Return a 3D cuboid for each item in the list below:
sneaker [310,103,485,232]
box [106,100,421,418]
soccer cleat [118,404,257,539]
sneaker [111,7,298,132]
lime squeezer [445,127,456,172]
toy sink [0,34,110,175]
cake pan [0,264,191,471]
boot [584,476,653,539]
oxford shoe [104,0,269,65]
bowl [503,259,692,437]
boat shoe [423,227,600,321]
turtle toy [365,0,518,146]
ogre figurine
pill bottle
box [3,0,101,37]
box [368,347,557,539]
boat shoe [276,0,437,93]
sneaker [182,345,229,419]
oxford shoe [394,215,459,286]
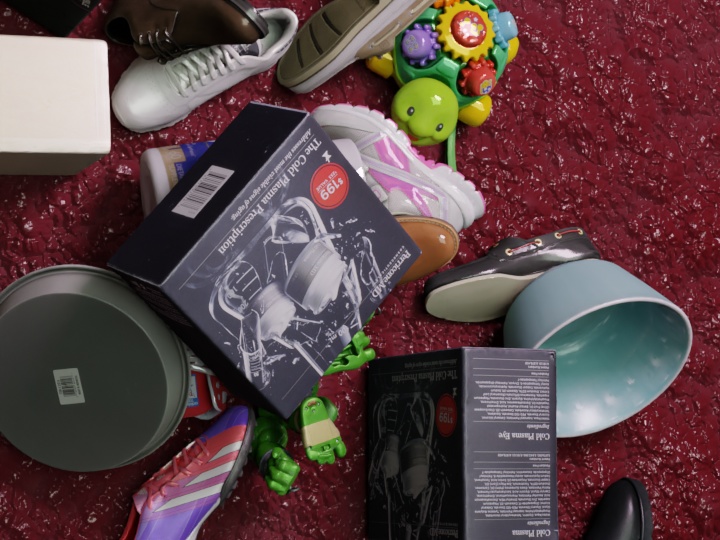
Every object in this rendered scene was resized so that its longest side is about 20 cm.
[{"bbox_3d":[0.022,-0.089,1.609,0.200,0.081,0.088,35,74,8],"label":"sneaker"},{"bbox_3d":[-0.080,-0.011,1.410,0.200,0.104,0.182,-51,124,-15],"label":"box"},{"bbox_3d":[-0.168,0.205,1.505,0.073,0.068,0.200,32,86,-17],"label":"soccer cleat"},{"bbox_3d":[-0.151,-0.201,1.564,0.200,0.080,0.077,-34,100,-22],"label":"sneaker"},{"bbox_3d":[0.062,-0.082,1.668,0.071,0.038,0.200,47,69,-12],"label":"lime squeezer"},{"bbox_3d":[-0.337,-0.150,1.449,0.199,0.130,0.112,-1,84,-23],"label":"toy sink"},{"bbox_3d":[-0.252,0.094,1.445,0.200,0.037,0.201,2,110,6],"label":"cake pan"},{"bbox_3d":[0.211,0.303,1.675,0.162,0.073,0.199,12,80,-19],"label":"boot"},{"bbox_3d":[-0.163,-0.223,1.505,0.073,0.200,0.085,49,65,-39],"label":"oxford shoe"},{"bbox_3d":[0.225,0.066,1.659,0.200,0.201,0.105,-3,44,-24],"label":"bowl"},{"bbox_3d":[0.155,0.003,1.689,0.201,0.074,0.063,-12,56,-16],"label":"boat shoe"},{"bbox_3d":[0.086,-0.213,1.651,0.145,0.101,0.200,27,73,-11],"label":"turtle toy"},{"bbox_3d":[-0.055,0.115,1.549,0.098,0.120,0.201,11,81,-27],"label":"ogre figurine"},{"bbox_3d":[-0.101,-0.068,1.532,0.199,0.120,0.120,-9,88,-15],"label":"pill bottle"},{"bbox_3d":[-0.308,-0.328,1.470,0.200,0.148,0.125,32,72,-18],"label":"box"},{"bbox_3d":[0.095,0.171,1.556,0.104,0.200,0.183,2,82,-25],"label":"box"},{"bbox_3d":[0.005,-0.240,1.605,0.068,0.200,0.075,33,27,-40],"label":"boat shoe"},{"bbox_3d":[-0.161,0.060,1.473,0.200,0.071,0.113,62,35,-51],"label":"sneaker"},{"bbox_3d":[0.000,0.000,1.566,0.199,0.071,0.072,-14,112,5],"label":"oxford shoe"}]
